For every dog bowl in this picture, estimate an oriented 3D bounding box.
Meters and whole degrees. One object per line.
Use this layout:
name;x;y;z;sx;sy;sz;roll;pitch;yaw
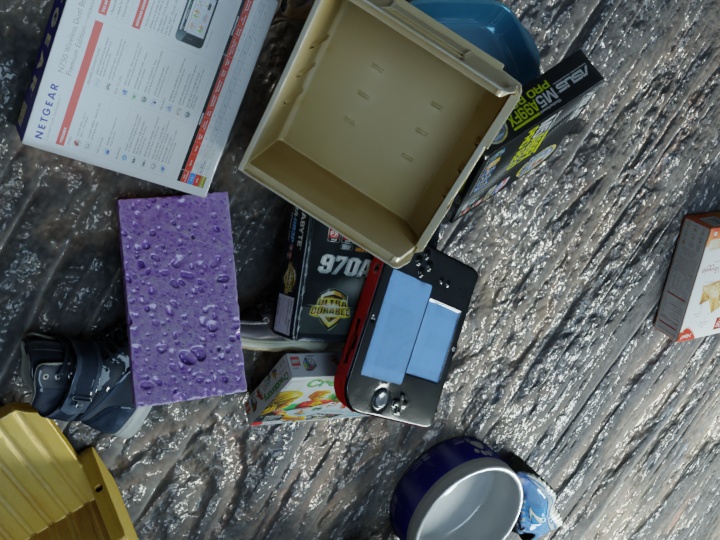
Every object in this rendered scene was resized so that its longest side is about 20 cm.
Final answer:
dog bowl;0.146;0.357;1.187;0.197;0.079;0.204;-14;121;-24

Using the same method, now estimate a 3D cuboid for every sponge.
sponge;-0.177;0.026;0.777;0.109;0.030;0.204;-4;85;-21

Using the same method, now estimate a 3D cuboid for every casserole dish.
casserole dish;0.114;-0.228;0.840;0.198;0.039;0.123;-14;79;-37

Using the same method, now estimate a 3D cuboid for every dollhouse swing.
dollhouse swing;-0.351;0.272;0.793;0.198;0.183;0.177;-28;146;-15

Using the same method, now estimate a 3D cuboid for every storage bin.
storage bin;0.020;-0.139;0.746;0.197;0.094;0.202;32;119;0

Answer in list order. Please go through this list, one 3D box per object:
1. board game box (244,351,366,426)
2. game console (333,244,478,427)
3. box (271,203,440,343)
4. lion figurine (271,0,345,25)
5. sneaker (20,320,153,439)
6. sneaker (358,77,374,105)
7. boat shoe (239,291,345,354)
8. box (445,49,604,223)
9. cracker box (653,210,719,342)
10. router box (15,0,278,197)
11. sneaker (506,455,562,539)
board game box;-0.028;0.142;0.954;0.197;0.035;0.126;2;145;-34
game console;0.058;0.073;0.903;0.175;0.031;0.204;22;85;-42
box;0.000;0.000;0.888;0.198;0.046;0.162;7;93;-42
lion figurine;-0.010;-0.313;0.753;0.121;0.073;0.202;4;126;-41
sneaker;-0.254;0.072;0.794;0.145;0.077;0.204;26;99;-39
sneaker;0.055;-0.158;0.872;0.197;0.070;0.101;7;118;-31
boat shoe;-0.097;0.057;0.889;0.197;0.071;0.066;9;93;-36
box;0.169;-0.142;0.882;0.159;0.045;0.200;-33;169;-13
cracker box;0.564;0.008;1.269;0.132;0.058;0.204;-8;119;-27
router box;-0.191;-0.188;0.711;0.177;0.049;0.203;15;106;-36
sneaker;0.269;0.383;1.276;0.089;0.078;0.202;-36;128;-12
